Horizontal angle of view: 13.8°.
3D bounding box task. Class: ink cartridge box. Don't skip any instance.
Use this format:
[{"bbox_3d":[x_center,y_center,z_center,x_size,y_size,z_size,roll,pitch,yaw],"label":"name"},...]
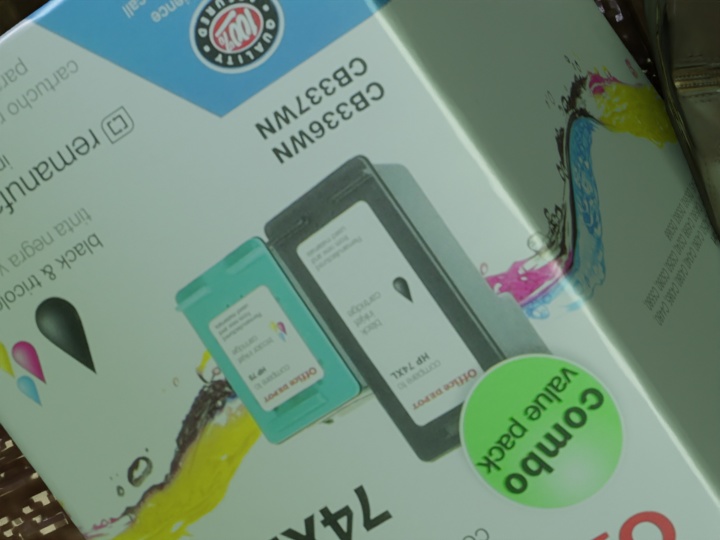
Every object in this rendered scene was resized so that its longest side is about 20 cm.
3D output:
[{"bbox_3d":[0.000,0.000,0.755,0.147,0.146,0.200,-33,97,22],"label":"ink cartridge box"}]

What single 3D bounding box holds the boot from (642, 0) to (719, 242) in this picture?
[{"bbox_3d":[0.169,-0.018,0.775,0.200,0.064,0.186,-10,85,-22],"label":"boot"}]
